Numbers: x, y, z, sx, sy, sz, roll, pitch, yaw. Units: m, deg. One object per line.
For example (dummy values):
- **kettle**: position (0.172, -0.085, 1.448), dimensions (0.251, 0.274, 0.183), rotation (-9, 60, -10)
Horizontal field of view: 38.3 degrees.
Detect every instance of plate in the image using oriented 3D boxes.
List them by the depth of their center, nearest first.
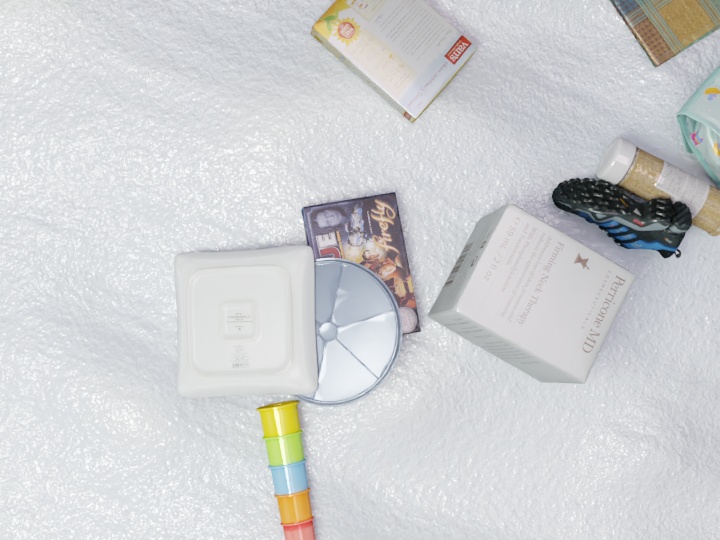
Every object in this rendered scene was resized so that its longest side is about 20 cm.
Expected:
- **plate**: position (-0.159, 0.069, 1.396), dimensions (0.199, 0.032, 0.201), rotation (-3, 85, 10)

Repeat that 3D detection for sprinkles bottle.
- **sprinkles bottle**: position (0.447, -0.122, 1.513), dimensions (0.200, 0.068, 0.068), rotation (26, 81, -4)

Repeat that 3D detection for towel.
- **towel**: position (0.487, -0.417, 1.576), dimensions (0.200, 0.022, 0.147), rotation (-33, 88, -8)

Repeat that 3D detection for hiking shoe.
- **hiking shoe**: position (0.369, -0.069, 1.493), dimensions (0.200, 0.087, 0.074), rotation (18, 45, 15)

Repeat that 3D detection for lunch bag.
- **lunch bag**: position (0.572, -0.213, 1.516), dimensions (0.170, 0.122, 0.200), rotation (-45, 97, -9)

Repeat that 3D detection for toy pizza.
- **toy pizza**: position (-0.040, 0.083, 1.404), dimensions (0.200, 0.032, 0.201), rotation (-1, 86, 11)

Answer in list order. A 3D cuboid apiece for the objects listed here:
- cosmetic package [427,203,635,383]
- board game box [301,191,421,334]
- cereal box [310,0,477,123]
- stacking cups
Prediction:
- **cosmetic package**: position (0.229, 0.036, 1.417), dimensions (0.200, 0.166, 0.168), rotation (29, 81, -5)
- **board game box**: position (0.000, 0.000, 1.455), dimensions (0.135, 0.035, 0.201), rotation (-10, 85, -8)
- **cereal box**: position (0.048, -0.330, 1.495), dimensions (0.200, 0.040, 0.144), rotation (42, 80, -2)
- **stacking cups**: position (-0.092, 0.279, 1.405), dimensions (0.060, 0.061, 0.201), rotation (-12, 89, -9)
